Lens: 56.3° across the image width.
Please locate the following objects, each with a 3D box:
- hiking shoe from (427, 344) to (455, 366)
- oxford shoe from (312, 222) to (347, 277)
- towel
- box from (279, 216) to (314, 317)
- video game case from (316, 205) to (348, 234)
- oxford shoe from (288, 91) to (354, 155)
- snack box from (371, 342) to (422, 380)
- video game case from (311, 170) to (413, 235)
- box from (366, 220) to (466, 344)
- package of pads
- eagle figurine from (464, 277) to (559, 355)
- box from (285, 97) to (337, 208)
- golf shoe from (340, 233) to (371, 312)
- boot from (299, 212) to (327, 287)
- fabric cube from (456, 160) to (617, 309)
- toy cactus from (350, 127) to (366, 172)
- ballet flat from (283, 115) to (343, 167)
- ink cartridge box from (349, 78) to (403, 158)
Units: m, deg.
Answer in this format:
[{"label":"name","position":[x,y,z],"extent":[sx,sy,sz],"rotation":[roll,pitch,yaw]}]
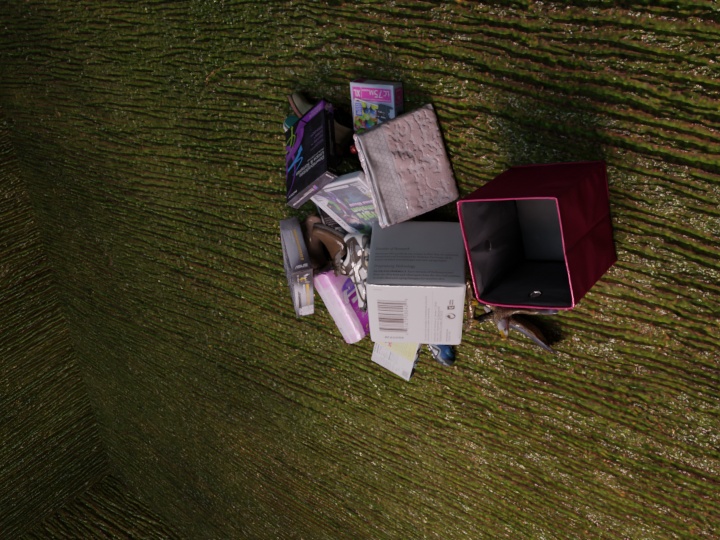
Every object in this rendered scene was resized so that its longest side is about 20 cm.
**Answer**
[{"label":"hiking shoe","position":[0.185,0.136,1.543],"extent":[0.086,0.075,0.201],"rotation":[-24,117,11]},{"label":"oxford shoe","position":[-0.044,-0.032,1.575],"extent":[0.200,0.085,0.073],"rotation":[42,162,-13]},{"label":"towel","position":[0.096,-0.209,1.350],"extent":[0.032,0.189,0.203],"rotation":[14,126,65]},{"label":"box","position":[-0.154,-0.005,1.643],"extent":[0.201,0.048,0.160],"rotation":[94,162,-55]},{"label":"video game case","position":[-0.020,-0.125,1.631],"extent":[0.198,0.023,0.184],"rotation":[-8,108,47]},{"label":"oxford shoe","position":[-0.087,-0.353,1.545],"extent":[0.200,0.071,0.074],"rotation":[47,110,17]},{"label":"snack box","position":[0.097,0.169,1.669],"extent":[0.115,0.037,0.202],"rotation":[28,130,20]},{"label":"video game case","position":[-0.005,-0.136,1.455],"extent":[0.181,0.024,0.199],"rotation":[40,154,-31]},{"label":"box","position":[0.117,0.026,1.388],"extent":[0.196,0.173,0.201],"rotation":[1,140,6]},{"label":"package of pads","position":[-0.029,0.065,1.661],"extent":[0.075,0.120,0.202],"rotation":[-12,111,49]},{"label":"eagle figurine","position":[0.314,0.090,1.378],"extent":[0.196,0.153,0.152],"rotation":[2,163,11]},{"label":"box","position":[-0.109,-0.253,1.451],"extent":[0.142,0.036,0.203],"rotation":[-32,52,39]},{"label":"golf shoe","position":[0.000,0.000,1.534],"extent":[0.093,0.078,0.203],"rotation":[17,124,21]},{"label":"boot","position":[-0.112,-0.043,1.707],"extent":[0.200,0.069,0.148],"rotation":[120,130,-70]},{"label":"fabric cube","position":[0.319,-0.067,1.202],"extent":[0.194,0.199,0.203],"rotation":[2,115,42]},{"label":"toy cactus","position":[0.044,-0.203,1.428],"extent":[0.199,0.103,0.164],"rotation":[38,153,-16]},{"label":"ballet flat","position":[-0.109,-0.292,1.598],"extent":[0.200,0.069,0.070],"rotation":[43,137,23]},{"label":"ink cartridge box","position":[0.039,-0.305,1.455],"extent":[0.118,0.042,0.203],"rotation":[16,126,36]}]
